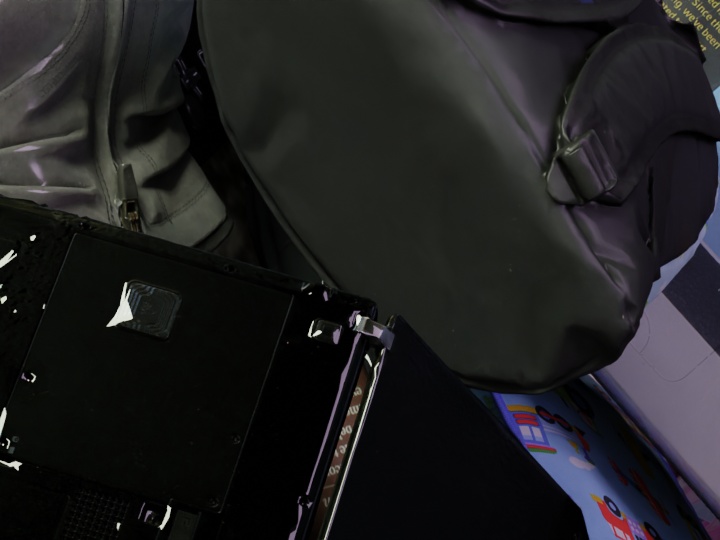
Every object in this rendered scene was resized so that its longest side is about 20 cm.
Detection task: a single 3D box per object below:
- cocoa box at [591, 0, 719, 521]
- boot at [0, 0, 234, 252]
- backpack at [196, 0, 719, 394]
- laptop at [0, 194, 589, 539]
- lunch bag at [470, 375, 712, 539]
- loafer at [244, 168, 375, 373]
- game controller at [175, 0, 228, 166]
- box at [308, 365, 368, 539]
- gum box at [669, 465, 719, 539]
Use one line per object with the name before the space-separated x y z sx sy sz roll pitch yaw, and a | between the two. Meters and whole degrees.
cocoa box | 0.134 -0.005 0.930 0.200 0.131 0.133 49 1 10
boot | -0.067 -0.069 0.788 0.200 0.070 0.132 -30 105 -43
backpack | 0.039 -0.050 0.775 0.163 0.154 0.200 56 36 0
laptop | -0.047 0.097 0.666 0.103 0.200 0.177 99 8 -61
lunch bag | 0.068 0.077 0.950 0.151 0.094 0.200 37 30 -38
loafer | 0.000 0.000 0.882 0.068 0.070 0.201 68 13 -62
game controller | -0.101 -0.125 0.852 0.200 0.042 0.104 61 28 -10
box | -0.022 0.132 0.717 0.100 0.075 0.200 -12 76 -36
gum box | 0.169 0.176 1.052 0.114 0.066 0.200 50 31 -28
